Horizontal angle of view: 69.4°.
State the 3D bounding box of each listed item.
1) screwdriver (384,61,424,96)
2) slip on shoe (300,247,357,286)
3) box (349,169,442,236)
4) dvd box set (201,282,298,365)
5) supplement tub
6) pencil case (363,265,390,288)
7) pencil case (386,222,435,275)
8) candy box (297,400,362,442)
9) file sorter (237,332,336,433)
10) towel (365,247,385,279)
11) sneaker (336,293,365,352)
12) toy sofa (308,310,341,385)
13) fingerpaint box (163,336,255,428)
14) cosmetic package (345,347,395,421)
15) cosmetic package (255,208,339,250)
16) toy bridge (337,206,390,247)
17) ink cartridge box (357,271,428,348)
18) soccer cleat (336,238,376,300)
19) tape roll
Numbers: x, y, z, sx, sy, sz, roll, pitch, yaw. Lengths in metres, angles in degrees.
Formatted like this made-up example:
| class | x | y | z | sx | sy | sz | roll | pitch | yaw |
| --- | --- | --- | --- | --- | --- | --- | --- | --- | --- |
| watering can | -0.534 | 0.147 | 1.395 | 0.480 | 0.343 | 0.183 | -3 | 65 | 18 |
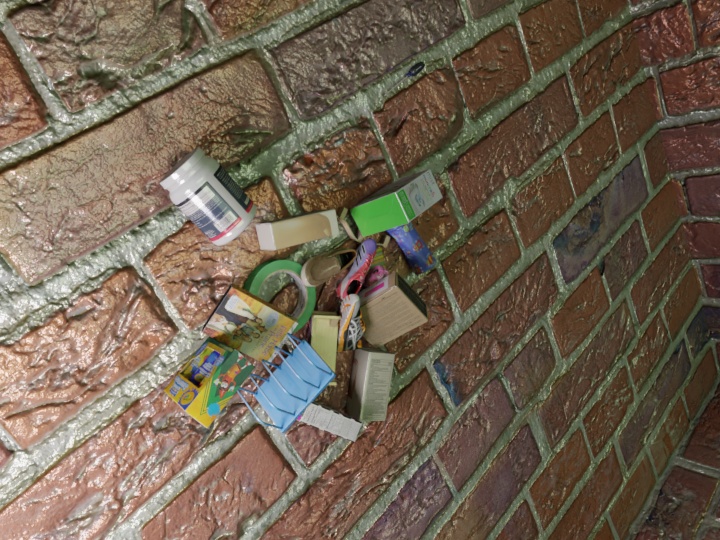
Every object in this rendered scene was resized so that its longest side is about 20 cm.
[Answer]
| class | x | y | z | sx | sy | sz | roll | pitch | yaw |
| --- | --- | --- | --- | --- | --- | --- | --- | --- | --- |
| screwdriver | 0.135 | -0.596 | 1.612 | 0.200 | 0.028 | 0.029 | -43 | 144 | -29 |
| slip on shoe | -0.084 | -0.014 | 1.443 | 0.199 | 0.060 | 0.077 | -25 | 99 | -49 |
| box | 0.101 | -0.195 | 1.491 | 0.176 | 0.199 | 0.098 | -37 | 105 | -39 |
| dvd box set | -0.278 | 0.140 | 1.320 | 0.199 | 0.029 | 0.147 | 33 | 102 | -24 |
| supplement tub | -0.356 | -0.173 | 1.231 | 0.141 | 0.140 | 0.200 | -51 | 118 | -21 |
| pencil case | 0.096 | 0.072 | 1.574 | 0.200 | 0.082 | 0.087 | 42 | 76 | -26 |
| pencil case | 0.156 | -0.081 | 1.624 | 0.078 | 0.086 | 0.201 | -45 | 115 | -19 |
| candy box | -0.111 | 0.400 | 1.436 | 0.199 | 0.136 | 0.062 | 32 | 75 | -30 |
| file sorter | -0.191 | 0.279 | 1.314 | 0.200 | 0.139 | 0.123 | -47 | 149 | -3 |
| towel | 0.047 | 0.037 | 1.599 | 0.085 | 0.018 | 0.203 | -19 | 104 | -27 |
| sneaker | -0.021 | 0.146 | 1.455 | 0.076 | 0.079 | 0.202 | 4 | 129 | -12 |
| toy sofa | -0.109 | 0.217 | 1.466 | 0.082 | 0.097 | 0.203 | 4 | 91 | -16 |
| fingerpaint box | -0.358 | 0.253 | 1.218 | 0.073 | 0.199 | 0.167 | 48 | 68 | -25 |
| cosmetic package | 0.029 | 0.339 | 1.559 | 0.102 | 0.087 | 0.203 | 12 | 87 | -33 |
| cosmetic package | -0.167 | -0.110 | 1.389 | 0.198 | 0.105 | 0.072 | -17 | 102 | -31 |
| toy bridge | 0.002 | -0.115 | 1.550 | 0.199 | 0.027 | 0.068 | 30 | 77 | -32 |
| ink cartridge box | 0.072 | 0.118 | 1.513 | 0.165 | 0.199 | 0.076 | 47 | 28 | -27 |
| soccer cleat | 0.000 | 0.000 | 1.514 | 0.066 | 0.076 | 0.202 | 35 | 82 | -30 |
| tape roll | -0.216 | 0.072 | 1.398 | 0.198 | 0.048 | 0.204 | -2 | 94 | -35 |
